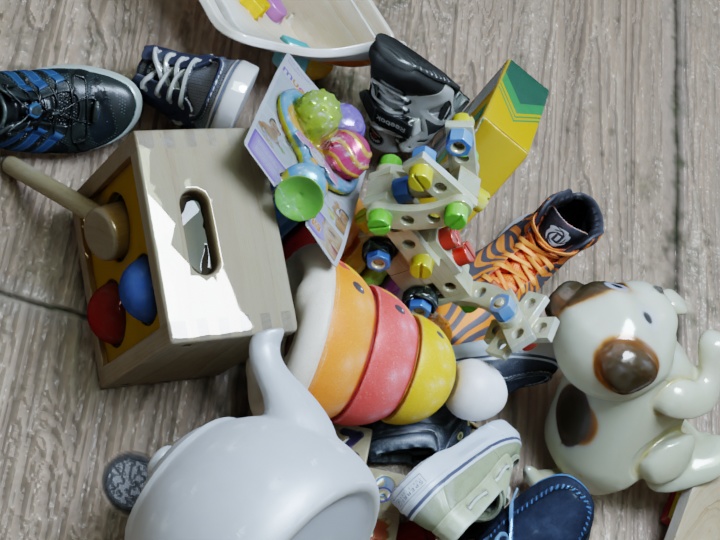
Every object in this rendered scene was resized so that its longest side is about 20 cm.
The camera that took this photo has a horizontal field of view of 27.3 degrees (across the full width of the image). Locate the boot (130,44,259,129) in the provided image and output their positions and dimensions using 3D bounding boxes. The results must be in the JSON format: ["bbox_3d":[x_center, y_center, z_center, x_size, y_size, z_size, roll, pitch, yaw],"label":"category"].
[{"bbox_3d":[-0.140,-0.144,1.187,0.090,0.200,0.073,25,85,-10],"label":"boot"}]

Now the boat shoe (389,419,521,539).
[{"bbox_3d":[0.085,0.170,1.167,0.062,0.072,0.200,49,24,13],"label":"boat shoe"}]

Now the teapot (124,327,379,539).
[{"bbox_3d":[-0.094,0.177,1.030,0.146,0.198,0.200,34,50,24],"label":"teapot"}]

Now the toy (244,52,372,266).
[{"bbox_3d":[-0.025,-0.098,1.137,0.115,0.047,0.200,53,25,-18],"label":"toy"}]

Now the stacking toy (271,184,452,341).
[{"bbox_3d":[0.000,0.000,1.235,0.200,0.110,0.116,40,31,-15],"label":"stacking toy"}]

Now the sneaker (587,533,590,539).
[{"bbox_3d":[0.137,0.269,1.176,0.080,0.086,0.200,20,58,-15],"label":"sneaker"}]

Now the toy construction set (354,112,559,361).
[{"bbox_3d":[0.072,-0.019,1.150,0.200,0.131,0.092,59,30,-23],"label":"toy construction set"}]

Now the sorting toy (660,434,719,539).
[{"bbox_3d":[0.333,0.283,1.282,0.199,0.070,0.200,36,54,-7],"label":"sorting toy"}]

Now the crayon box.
[{"bbox_3d":[0.094,-0.093,1.265,0.052,0.126,0.200,39,27,-5],"label":"crayon box"}]

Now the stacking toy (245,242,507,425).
[{"bbox_3d":[0.022,0.072,1.153,0.199,0.146,0.146,17,59,-18],"label":"stacking toy"}]

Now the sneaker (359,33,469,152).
[{"bbox_3d":[0.038,-0.141,1.279,0.074,0.200,0.089,40,95,17],"label":"sneaker"}]

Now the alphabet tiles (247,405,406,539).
[{"bbox_3d":[-0.057,0.200,1.123,0.166,0.006,0.200,11,59,1],"label":"alphabet tiles"}]

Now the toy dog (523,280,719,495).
[{"bbox_3d":[0.210,0.086,1.232,0.193,0.200,0.140,-20,48,-5],"label":"toy dog"}]

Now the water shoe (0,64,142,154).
[{"bbox_3d":[-0.266,-0.120,1.153,0.199,0.079,0.072,-3,106,-17],"label":"water shoe"}]

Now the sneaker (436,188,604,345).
[{"bbox_3d":[0.139,-0.010,1.301,0.078,0.112,0.200,44,56,-1],"label":"sneaker"}]

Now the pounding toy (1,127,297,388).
[{"bbox_3d":[-0.165,-0.023,1.123,0.142,0.184,0.201,-5,77,-30],"label":"pounding toy"}]

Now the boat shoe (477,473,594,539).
[{"bbox_3d":[0.107,0.243,1.118,0.084,0.069,0.200,36,96,8],"label":"boat shoe"}]

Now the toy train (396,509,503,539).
[{"bbox_3d":[0.033,0.216,1.173,0.200,0.046,0.034,-10,70,-31],"label":"toy train"}]

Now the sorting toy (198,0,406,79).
[{"bbox_3d":[-0.085,-0.242,1.267,0.200,0.107,0.180,59,29,10],"label":"sorting toy"}]

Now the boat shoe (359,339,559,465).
[{"bbox_3d":[0.084,0.112,1.243,0.200,0.071,0.091,-4,68,-21],"label":"boat shoe"}]
